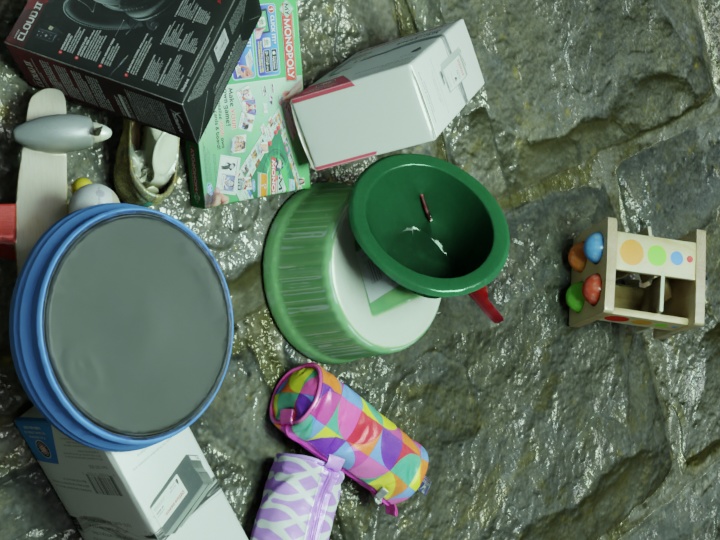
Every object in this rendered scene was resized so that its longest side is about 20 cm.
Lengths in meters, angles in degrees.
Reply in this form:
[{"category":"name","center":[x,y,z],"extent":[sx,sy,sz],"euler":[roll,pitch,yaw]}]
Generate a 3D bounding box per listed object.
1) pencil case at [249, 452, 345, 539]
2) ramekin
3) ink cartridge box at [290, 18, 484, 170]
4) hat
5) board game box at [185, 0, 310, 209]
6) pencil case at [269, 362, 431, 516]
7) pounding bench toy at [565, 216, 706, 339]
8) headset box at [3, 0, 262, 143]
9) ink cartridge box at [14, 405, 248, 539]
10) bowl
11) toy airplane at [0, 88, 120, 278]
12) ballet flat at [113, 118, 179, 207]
[{"category":"pencil case","center":[-0.072,0.287,1.239],"extent":[0.083,0.085,0.203],"euler":[20,72,-28]},{"category":"ramekin","center":[0.000,0.000,1.320],"extent":[0.198,0.097,0.203],"euler":[4,84,-42]},{"category":"ink cartridge box","center":[0.033,-0.189,1.296],"extent":[0.084,0.145,0.200],"euler":[69,27,-17]},{"category":"hat","center":[0.062,0.001,1.301],"extent":[0.199,0.177,0.166],"euler":[38,57,9]},{"category":"board game box","center":[-0.118,-0.174,1.239],"extent":[0.133,0.029,0.203],"euler":[-14,107,-37]},{"category":"pencil case","center":[-0.009,0.181,1.310],"extent":[0.200,0.088,0.089],"euler":[42,60,-31]},{"category":"pounding bench toy","center":[0.347,0.019,1.635],"extent":[0.154,0.200,0.126],"euler":[7,77,-10]},{"category":"headset box","center":[-0.210,-0.222,1.096],"extent":[0.077,0.197,0.150],"euler":[79,32,-67]},{"category":"ink cartridge box","center":[-0.200,0.196,1.087],"extent":[0.084,0.144,0.202],"euler":[-38,112,-38]},{"category":"bowl","center":[-0.186,0.044,0.989],"extent":[0.199,0.039,0.204],"euler":[6,81,-43]},{"category":"toy airplane","center":[-0.263,-0.040,1.049],"extent":[0.201,0.140,0.199],"euler":[53,47,-11]},{"category":"ballet flat","center":[-0.193,-0.159,1.155],"extent":[0.070,0.070,0.203],"euler":[5,93,-42]}]
